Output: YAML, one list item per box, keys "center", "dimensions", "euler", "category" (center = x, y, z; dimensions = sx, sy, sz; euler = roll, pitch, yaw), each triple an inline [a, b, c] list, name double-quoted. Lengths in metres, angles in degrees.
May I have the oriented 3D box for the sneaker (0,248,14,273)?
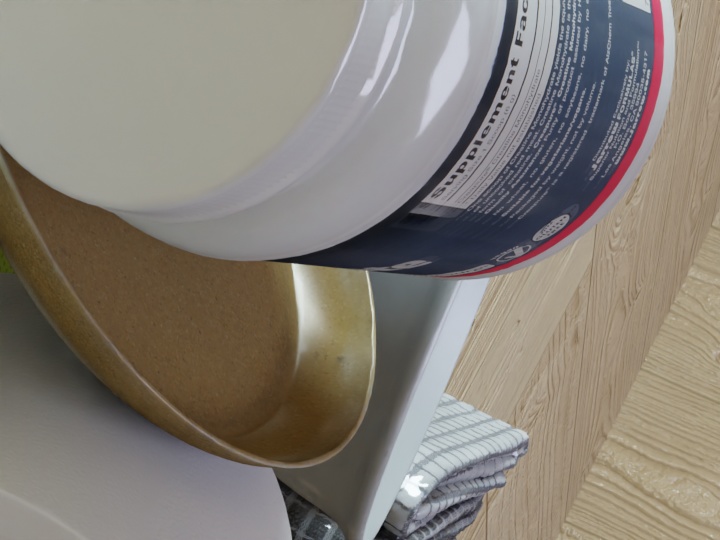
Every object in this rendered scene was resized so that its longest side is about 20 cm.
- center: [-0.111, -0.060, 0.733]
  dimensions: [0.090, 0.078, 0.201]
  euler: [-27, 127, -68]
  category: "sneaker"

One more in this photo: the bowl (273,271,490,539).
- center: [0.000, 0.000, 0.828]
  dimensions: [0.201, 0.090, 0.202]
  euler: [22, 90, -83]
  category: "bowl"

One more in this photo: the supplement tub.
- center: [-0.006, -0.071, 0.594]
  dimensions: [0.200, 0.140, 0.141]
  euler: [6, 107, -62]
  category: "supplement tub"

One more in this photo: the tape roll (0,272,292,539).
- center: [-0.125, 0.116, 0.633]
  dimensions: [0.139, 0.202, 0.203]
  euler: [-75, -177, -69]
  category: "tape roll"

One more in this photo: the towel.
- center: [-0.021, 0.095, 1.106]
  dimensions: [0.086, 0.165, 0.200]
  euler: [-66, 164, 9]
  category: "towel"

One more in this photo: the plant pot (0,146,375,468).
- center: [-0.061, -0.030, 0.646]
  dimensions: [0.027, 0.201, 0.200]
  euler: [-25, -178, 23]
  category: "plant pot"
